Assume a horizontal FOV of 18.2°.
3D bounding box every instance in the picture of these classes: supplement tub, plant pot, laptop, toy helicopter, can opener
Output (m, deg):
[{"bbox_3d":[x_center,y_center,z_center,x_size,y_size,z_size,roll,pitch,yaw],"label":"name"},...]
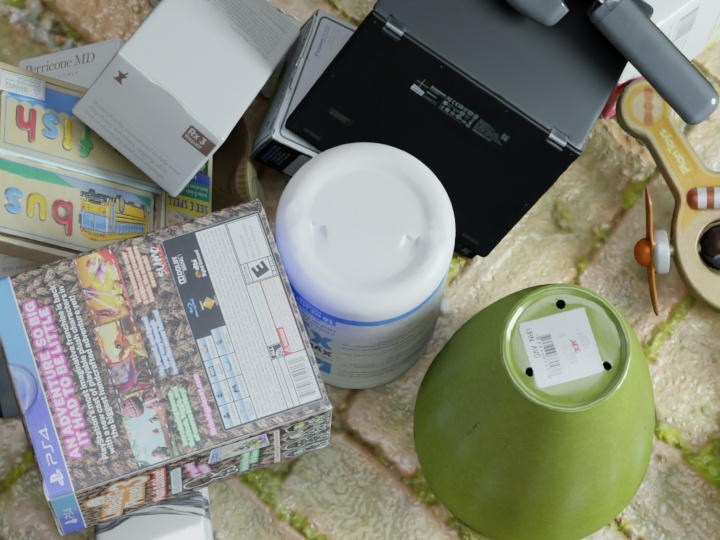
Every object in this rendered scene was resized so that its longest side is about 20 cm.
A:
[{"bbox_3d":[0.000,0.000,1.664,0.131,0.200,0.133,1,70,-2],"label":"supplement tub"},{"bbox_3d":[0.137,0.088,1.638,0.185,0.200,0.189,1,71,-2],"label":"plant pot"},{"bbox_3d":[0.081,-0.150,1.678,0.187,0.200,0.116,33,37,-10],"label":"laptop"},{"bbox_3d":[0.253,-0.055,1.750,0.132,0.079,0.201,-31,85,0],"label":"toy helicopter"},{"bbox_3d":[0.173,-0.175,1.640,0.067,0.053,0.200,-43,97,11],"label":"can opener"}]

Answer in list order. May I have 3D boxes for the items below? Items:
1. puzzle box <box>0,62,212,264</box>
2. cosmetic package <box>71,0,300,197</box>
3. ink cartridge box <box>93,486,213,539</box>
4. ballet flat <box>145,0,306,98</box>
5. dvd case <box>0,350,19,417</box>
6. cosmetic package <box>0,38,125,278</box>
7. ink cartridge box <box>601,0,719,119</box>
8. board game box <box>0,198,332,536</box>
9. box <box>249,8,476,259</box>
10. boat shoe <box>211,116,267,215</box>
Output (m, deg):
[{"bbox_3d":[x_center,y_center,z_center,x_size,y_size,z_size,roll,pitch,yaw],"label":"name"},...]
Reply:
[{"bbox_3d":[-0.192,-0.063,1.631,0.199,0.025,0.134,14,69,-39],"label":"puzzle box"},{"bbox_3d":[-0.126,-0.149,1.664,0.102,0.074,0.200,40,34,-6],"label":"cosmetic package"},{"bbox_3d":[-0.150,0.178,1.623,0.083,0.146,0.202,-6,70,-5],"label":"ink cartridge box"},{"bbox_3d":[-0.091,-0.193,1.800,0.199,0.072,0.072,31,72,8],"label":"ballet flat"},{"bbox_3d":[-0.179,0.056,1.669,0.198,0.143,0.018,-4,51,-4],"label":"dvd case"},{"bbox_3d":[-0.213,-0.067,1.719,0.101,0.074,0.202,-10,68,29],"label":"cosmetic package"},{"bbox_3d":[0.255,-0.229,1.785,0.199,0.145,0.084,-34,75,-14],"label":"ink cartridge box"},{"bbox_3d":[-0.137,0.066,1.534,0.199,0.097,0.160,-17,71,-8],"label":"board game box"},{"bbox_3d":[0.027,-0.105,1.744,0.199,0.060,0.117,23,71,-14],"label":"box"},{"bbox_3d":[-0.110,-0.053,1.751,0.071,0.065,0.201,-13,55,0],"label":"boat shoe"}]
